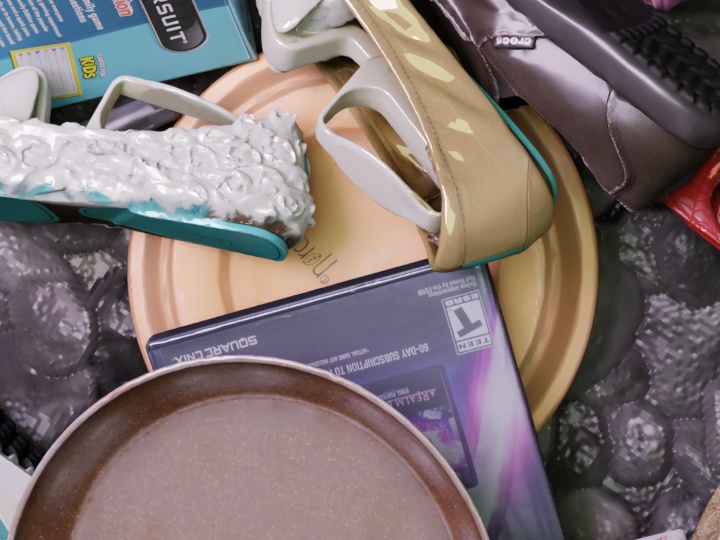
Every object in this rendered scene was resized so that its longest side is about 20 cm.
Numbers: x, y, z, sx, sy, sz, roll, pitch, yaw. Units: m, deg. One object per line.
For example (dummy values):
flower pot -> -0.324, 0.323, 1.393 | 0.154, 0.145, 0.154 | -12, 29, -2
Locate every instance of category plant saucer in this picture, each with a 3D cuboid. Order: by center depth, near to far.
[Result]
plant saucer -> -0.040, 0.131, 0.853 | 0.198, 0.034, 0.202 | 1, 97, 10
plant saucer -> 0.000, 0.000, 0.919 | 0.198, 0.032, 0.203 | 0, 90, 6

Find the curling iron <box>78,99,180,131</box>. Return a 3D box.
curling iron -> -0.163, -0.023, 0.936 | 0.199, 0.026, 0.050 | -31, 91, 5

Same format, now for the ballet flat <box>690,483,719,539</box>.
ballet flat -> 0.169, 0.104, 0.886 | 0.070, 0.065, 0.202 | 13, 92, 7

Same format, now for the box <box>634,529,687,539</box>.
box -> 0.054, 0.197, 0.887 | 0.198, 0.036, 0.146 | -16, 102, 14

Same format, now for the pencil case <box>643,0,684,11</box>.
pencil case -> 0.172, -0.185, 0.876 | 0.199, 0.083, 0.087 | -35, 88, 5

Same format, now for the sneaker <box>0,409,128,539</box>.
sneaker -> -0.163, 0.108, 0.909 | 0.199, 0.070, 0.094 | 38, 93, -6

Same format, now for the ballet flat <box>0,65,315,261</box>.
ballet flat -> -0.113, -0.047, 0.888 | 0.198, 0.072, 0.073 | 7, 91, 2

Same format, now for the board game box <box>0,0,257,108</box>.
board game box -> -0.155, -0.118, 0.872 | 0.198, 0.151, 0.047 | -13, 61, 5

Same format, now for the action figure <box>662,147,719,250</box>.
action figure -> 0.204, -0.089, 0.884 | 0.052, 0.065, 0.201 | 39, 95, 29

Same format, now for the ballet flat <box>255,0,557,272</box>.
ballet flat -> -0.001, -0.084, 0.864 | 0.063, 0.069, 0.200 | -30, 69, -22

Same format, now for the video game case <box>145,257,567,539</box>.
video game case -> 0.009, 0.104, 0.900 | 0.142, 0.019, 0.202 | -15, 101, 9

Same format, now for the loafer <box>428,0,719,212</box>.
loafer -> 0.058, -0.096, 0.877 | 0.200, 0.073, 0.072 | 45, 120, 25
